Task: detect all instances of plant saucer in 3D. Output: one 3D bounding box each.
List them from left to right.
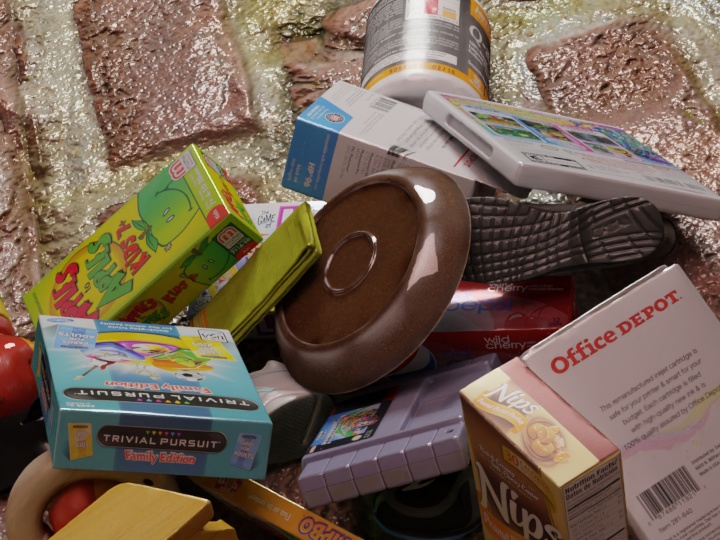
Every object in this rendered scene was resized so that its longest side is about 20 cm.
[{"bbox_3d":[0.000,0.000,1.664,0.200,0.032,0.200,-30,42,31],"label":"plant saucer"}]

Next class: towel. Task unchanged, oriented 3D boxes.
[{"bbox_3d":[-0.106,0.031,1.721,0.200,0.018,0.086,-46,28,17],"label":"towel"}]

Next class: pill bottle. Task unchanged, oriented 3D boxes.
[{"bbox_3d":[0.060,-0.190,1.925,0.116,0.116,0.200,-4,45,10],"label":"pill bottle"}]

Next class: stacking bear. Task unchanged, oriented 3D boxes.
[{"bbox_3d":[-0.334,0.053,1.780,0.114,0.121,0.200,-35,55,-13],"label":"stacking bear"}]

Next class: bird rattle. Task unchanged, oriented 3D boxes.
[{"bbox_3d":[-0.200,0.194,1.573,0.200,0.163,0.113,0,26,1],"label":"bird rattle"}]

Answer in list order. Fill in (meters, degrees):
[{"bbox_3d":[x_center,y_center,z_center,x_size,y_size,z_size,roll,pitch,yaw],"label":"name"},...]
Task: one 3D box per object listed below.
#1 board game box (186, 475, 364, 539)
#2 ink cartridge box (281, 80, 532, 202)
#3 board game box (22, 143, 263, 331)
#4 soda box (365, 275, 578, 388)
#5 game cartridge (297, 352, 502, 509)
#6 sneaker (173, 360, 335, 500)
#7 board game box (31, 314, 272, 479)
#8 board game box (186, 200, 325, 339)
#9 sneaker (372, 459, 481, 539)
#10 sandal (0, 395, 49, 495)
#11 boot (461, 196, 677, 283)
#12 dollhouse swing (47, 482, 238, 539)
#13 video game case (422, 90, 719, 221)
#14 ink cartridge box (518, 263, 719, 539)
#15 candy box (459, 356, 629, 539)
[{"bbox_3d":[-0.042,0.190,1.573,0.200,0.096,0.030,27,79,33],"label":"board game box"},{"bbox_3d":[0.049,-0.083,1.782,0.200,0.068,0.116,20,26,11],"label":"ink cartridge box"},{"bbox_3d":[-0.183,-0.001,1.777,0.200,0.048,0.102,-41,44,10],"label":"board game box"},{"bbox_3d":[0.073,0.051,1.707,0.200,0.070,0.063,-2,42,12],"label":"soda box"},{"bbox_3d":[0.032,0.116,1.595,0.130,0.038,0.200,-12,13,14],"label":"game cartridge"},{"bbox_3d":[-0.123,0.133,1.680,0.200,0.070,0.080,-21,36,-18],"label":"sneaker"},{"bbox_3d":[-0.157,0.090,1.571,0.151,0.047,0.200,5,16,-15],"label":"board game box"},{"bbox_3d":[-0.038,-0.002,1.814,0.200,0.034,0.134,-3,44,11],"label":"board game box"},{"bbox_3d":[0.100,0.141,1.598,0.200,0.083,0.071,-19,48,-5],"label":"sneaker"},{"bbox_3d":[-0.232,0.120,1.694,0.200,0.045,0.075,-27,66,3],"label":"sandal"},{"bbox_3d":[0.151,-0.019,1.703,0.200,0.131,0.068,-2,85,10],"label":"boot"},{"bbox_3d":[-0.198,0.233,1.491,0.176,0.200,0.182,30,58,36],"label":"dollhouse swing"},{"bbox_3d":[0.174,-0.095,1.764,0.200,0.024,0.182,8,19,-27],"label":"video game case"},{"bbox_3d":[0.217,0.119,1.531,0.145,0.084,0.200,-30,77,-17],"label":"ink cartridge box"},{"bbox_3d":[0.132,0.169,1.478,0.055,0.200,0.115,-30,46,-18],"label":"candy box"}]
